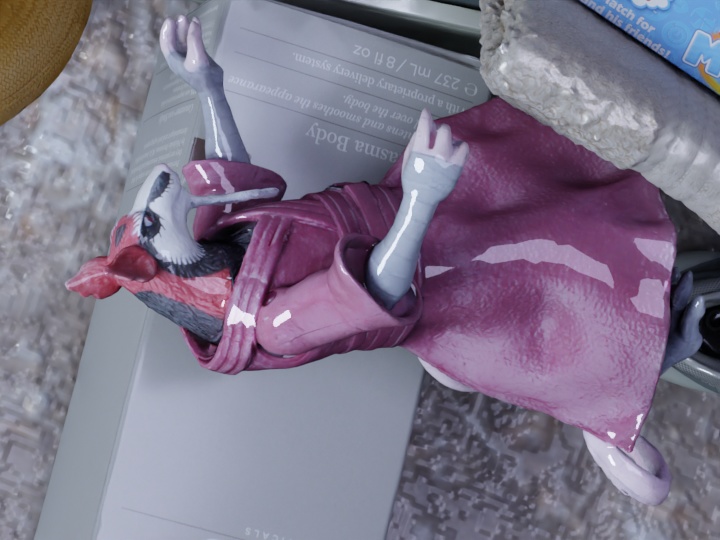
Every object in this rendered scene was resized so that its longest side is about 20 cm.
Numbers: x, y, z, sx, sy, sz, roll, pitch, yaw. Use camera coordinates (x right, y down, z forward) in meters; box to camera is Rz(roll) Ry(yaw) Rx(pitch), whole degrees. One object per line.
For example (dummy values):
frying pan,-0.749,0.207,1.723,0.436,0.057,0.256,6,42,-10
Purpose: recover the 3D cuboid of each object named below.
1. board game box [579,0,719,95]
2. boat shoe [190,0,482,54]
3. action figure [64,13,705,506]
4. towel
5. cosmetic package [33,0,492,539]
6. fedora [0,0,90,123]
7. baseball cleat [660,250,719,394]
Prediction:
board game box,0.140,-0.104,0.906,0.200,0.037,0.151,35,37,0
boat shoe,0.000,-0.118,0.977,0.200,0.073,0.062,11,86,-11
action figure,0.000,0.000,0.879,0.200,0.134,0.149,-8,116,-23
towel,0.097,-0.074,0.917,0.132,0.200,0.034,29,115,-11
cosmetic package,-0.034,0.016,0.947,0.107,0.090,0.200,15,78,-19
fedora,-0.186,-0.117,0.893,0.200,0.082,0.201,14,59,-25
baseball cleat,0.195,0.034,1.004,0.200,0.106,0.070,3,98,-12
